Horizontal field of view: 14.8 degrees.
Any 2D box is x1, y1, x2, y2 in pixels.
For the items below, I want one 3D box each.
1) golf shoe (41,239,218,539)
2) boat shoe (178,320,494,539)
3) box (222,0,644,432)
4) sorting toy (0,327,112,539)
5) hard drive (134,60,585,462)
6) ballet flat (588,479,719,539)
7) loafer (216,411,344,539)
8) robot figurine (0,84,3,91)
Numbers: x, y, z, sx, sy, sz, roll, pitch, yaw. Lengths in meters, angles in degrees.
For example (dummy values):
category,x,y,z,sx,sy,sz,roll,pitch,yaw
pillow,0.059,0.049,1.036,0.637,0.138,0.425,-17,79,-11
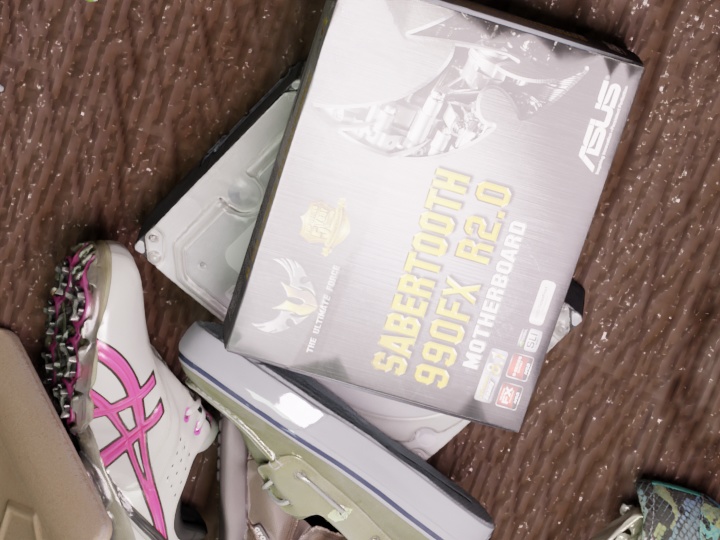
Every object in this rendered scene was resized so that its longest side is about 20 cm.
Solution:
category,x,y,z,sx,sy,sz,roll,pitch,yaw
golf shoe,-0.124,0.069,1.498,0.092,0.073,0.201,-8,122,-17
boat shoe,-0.020,0.102,1.442,0.200,0.072,0.062,37,95,-15
box,0.034,-0.036,1.383,0.158,0.048,0.201,17,103,-10
sorting toy,-0.195,0.161,1.501,0.036,0.185,0.200,5,123,-33
hard drive,0.000,0.000,1.453,0.200,0.038,0.140,41,116,-13
ballet flat,0.126,0.198,1.517,0.074,0.074,0.200,30,100,-9
loafer,-0.043,0.152,1.512,0.071,0.073,0.201,2,111,2
robot figurine,-0.280,-0.117,1.383,0.199,0.113,0.170,3,158,7
